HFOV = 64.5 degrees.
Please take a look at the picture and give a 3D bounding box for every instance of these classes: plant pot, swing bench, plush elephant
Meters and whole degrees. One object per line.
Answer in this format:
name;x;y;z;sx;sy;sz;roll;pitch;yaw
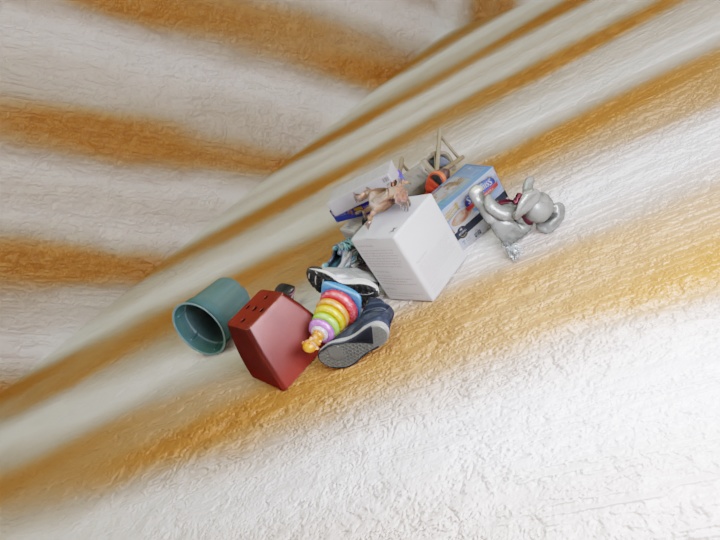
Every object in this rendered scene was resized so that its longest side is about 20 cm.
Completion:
plant pot;-0.226;0.162;1.489;0.200;0.177;0.199;-47;28;-24
plant pot;-0.468;0.135;1.849;0.199;0.202;0.196;-17;21;33
swing bench;0.197;-0.308;1.811;0.198;0.130;0.201;-28;25;45
plush elephant;0.368;-0.141;1.305;0.154;0.164;0.201;-38;50;25

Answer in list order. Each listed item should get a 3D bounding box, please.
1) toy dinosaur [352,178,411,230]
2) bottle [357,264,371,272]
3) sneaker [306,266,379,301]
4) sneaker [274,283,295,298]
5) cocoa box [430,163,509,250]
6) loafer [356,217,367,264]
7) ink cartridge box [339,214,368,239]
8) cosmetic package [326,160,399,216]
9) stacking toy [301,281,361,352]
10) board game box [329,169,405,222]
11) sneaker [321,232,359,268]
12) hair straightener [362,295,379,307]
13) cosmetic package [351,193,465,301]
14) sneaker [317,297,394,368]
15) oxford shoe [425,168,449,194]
toy dinosaur;0.058;-0.172;1.363;0.134;0.087;0.200;-24;14;5
bottle;0.000;0.000;1.601;0.198;0.084;0.065;-18;18;35
sneaker;-0.045;0.024;1.489;0.198;0.075;0.080;12;42;5
sneaker;-0.236;0.122;1.687;0.079;0.087;0.200;7;29;16
cocoa box;0.270;-0.168;1.500;0.200;0.132;0.133;-40;25;-11
loafer;0.033;-0.111;1.494;0.068;0.070;0.202;87;-153;-72
ink cartridge box;0.061;-0.123;1.669;0.200;0.146;0.087;-43;26;-17
cosmetic package;0.007;-0.224;1.569;0.198;0.051;0.083;-23;30;25
stacking toy;-0.084;0.133;1.402;0.115;0.111;0.201;19;44;15
board game box;0.020;-0.214;1.651;0.199;0.045;0.135;-9;36;44
sneaker;-0.025;-0.052;1.530;0.201;0.086;0.078;-52;40;-1
hair straightener;-0.024;0.069;1.559;0.199;0.041;0.077;-11;35;42
cosmetic package;0.120;-0.054;1.405;0.166;0.201;0.167;2;43;51
sneaker;-0.005;0.146;1.361;0.201;0.077;0.147;-28;21;25
oxford shoe;0.211;-0.196;1.618;0.072;0.071;0.201;-36;-26;-45
